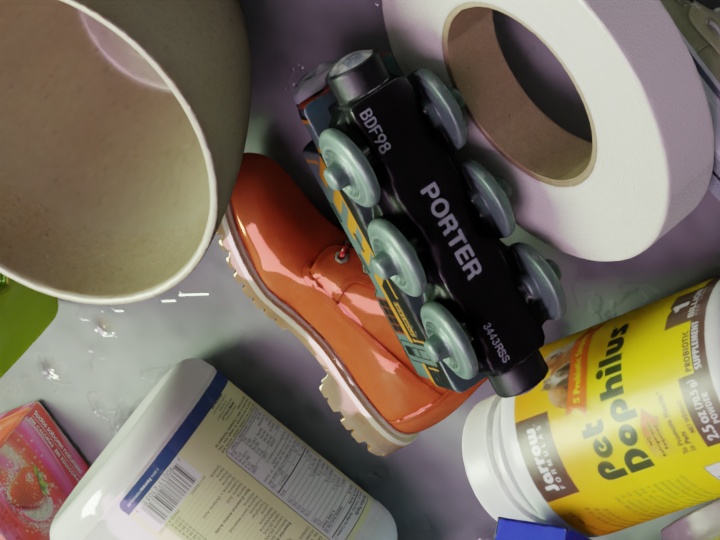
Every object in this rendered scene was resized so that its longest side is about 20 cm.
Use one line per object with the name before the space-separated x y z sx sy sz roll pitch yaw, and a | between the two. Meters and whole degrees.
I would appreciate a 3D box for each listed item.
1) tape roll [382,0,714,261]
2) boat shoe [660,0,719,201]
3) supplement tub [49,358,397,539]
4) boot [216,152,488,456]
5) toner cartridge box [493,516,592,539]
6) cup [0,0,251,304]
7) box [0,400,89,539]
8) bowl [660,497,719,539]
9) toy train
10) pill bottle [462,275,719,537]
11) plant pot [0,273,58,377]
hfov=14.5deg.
tape roll | 0.090 -0.097 1.410 0.202 0.037 0.203 38 151 26
boat shoe | 0.171 -0.096 1.403 0.200 0.062 0.072 51 167 5
supplement tub | -0.069 0.165 1.685 0.200 0.145 0.145 39 134 -5
boot | 0.000 0.000 1.577 0.107 0.075 0.200 -30 109 29
toner cartridge box | 0.118 0.201 1.573 0.043 0.096 0.200 8 168 24
cup | -0.137 -0.104 1.509 0.199 0.143 0.201 15 131 17
box | -0.204 0.198 1.821 0.102 0.095 0.200 -21 113 39
bowl | 0.219 0.174 1.530 0.200 0.199 0.108 -35 75 42
toy train | 0.030 -0.024 1.474 0.201 0.085 0.114 60 164 -14
pill bottle | 0.152 0.077 1.517 0.199 0.109 0.109 -24 111 40
plant pot | -0.306 -0.024 1.638 0.198 0.200 0.183 14 125 19
